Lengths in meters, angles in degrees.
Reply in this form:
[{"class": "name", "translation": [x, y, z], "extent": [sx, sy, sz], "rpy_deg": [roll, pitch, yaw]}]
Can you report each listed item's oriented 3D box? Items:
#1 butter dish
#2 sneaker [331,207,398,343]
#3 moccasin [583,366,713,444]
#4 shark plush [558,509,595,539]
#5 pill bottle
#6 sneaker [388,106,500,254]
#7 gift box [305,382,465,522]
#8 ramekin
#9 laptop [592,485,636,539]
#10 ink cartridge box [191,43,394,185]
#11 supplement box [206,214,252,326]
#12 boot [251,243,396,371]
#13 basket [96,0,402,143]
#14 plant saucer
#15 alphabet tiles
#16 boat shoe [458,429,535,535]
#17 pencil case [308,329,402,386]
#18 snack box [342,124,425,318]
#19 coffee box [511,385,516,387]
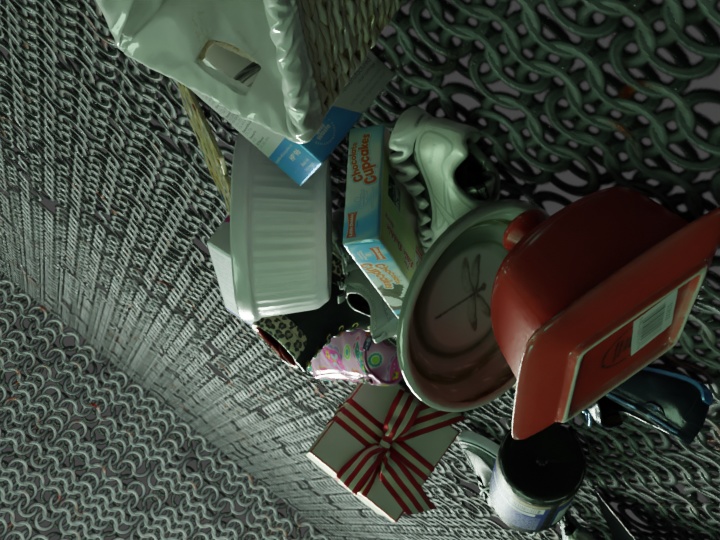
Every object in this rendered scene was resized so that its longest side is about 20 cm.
[{"class": "butter dish", "translation": [0.173, 0.010, 0.778], "extent": [0.148, 0.198, 0.201], "rpy_deg": [52, 166, 29]}, {"class": "sneaker", "translation": [0.000, 0.000, 1.058], "extent": [0.200, 0.082, 0.075], "rpy_deg": [51, 173, 48]}, {"class": "moccasin", "translation": [0.250, 0.124, 0.964], "extent": [0.080, 0.069, 0.199], "rpy_deg": [25, 170, -36]}, {"class": "shark plush", "translation": [0.319, 0.417, 1.464], "extent": [0.200, 0.091, 0.083], "rpy_deg": [48, -174, -35]}, {"class": "pill bottle", "translation": [0.228, 0.280, 1.267], "extent": [0.111, 0.112, 0.201], "rpy_deg": [30, 157, 17]}, {"class": "sneaker", "translation": [0.092, -0.060, 0.875], "extent": [0.080, 0.076, 0.201], "rpy_deg": [10, 147, 33]}, {"class": "gift box", "translation": [0.043, 0.263, 1.441], "extent": [0.199, 0.186, 0.187], "rpy_deg": [33, 167, 2]}, {"class": "ramekin", "translation": [-0.078, -0.047, 1.004], "extent": [0.093, 0.205, 0.203], "rpy_deg": [0, 152, 1]}, {"class": "laptop", "translation": [0.430, 0.381, 1.292], "extent": [0.198, 0.117, 0.188], "rpy_deg": [-9, 138, 22]}, {"class": "ink cartridge box", "translation": [-0.085, -0.188, 0.827], "extent": [0.200, 0.116, 0.068], "rpy_deg": [40, 158, -8]}, {"class": "supplement box", "translation": [-0.124, -0.003, 1.267], "extent": [0.103, 0.102, 0.201], "rpy_deg": [31, 157, 16]}, {"class": "boot", "translation": [-0.028, 0.072, 1.195], "extent": [0.204, 0.154, 0.073], "rpy_deg": [46, 156, -20]}, {"class": "basket", "translation": [-0.084, -0.234, 0.677], "extent": [0.197, 0.161, 0.201], "rpy_deg": [29, 156, 21]}, {"class": "plant saucer", "translation": [0.102, 0.027, 0.864], "extent": [0.050, 0.200, 0.201], "rpy_deg": [30, 160, 47]}, {"class": "alphabet tiles", "translation": [-0.169, -0.132, 1.079], "extent": [0.167, 0.006, 0.201], "rpy_deg": [90, 155, -63]}, {"class": "boat shoe", "translation": [0.209, 0.320, 1.431], "extent": [0.200, 0.068, 0.071], "rpy_deg": [47, 156, -20]}, {"class": "pencil case", "translation": [-0.008, 0.120, 1.353], "extent": [0.087, 0.088, 0.199], "rpy_deg": [46, 158, -20]}, {"class": "snack box", "translation": [0.035, -0.032, 0.902], "extent": [0.037, 0.117, 0.200], "rpy_deg": [-6, 152, 18]}, {"class": "coffee box", "translation": [0.137, 0.064, 1.026], "extent": [0.114, 0.080, 0.200], "rpy_deg": [40, 158, -5]}]
